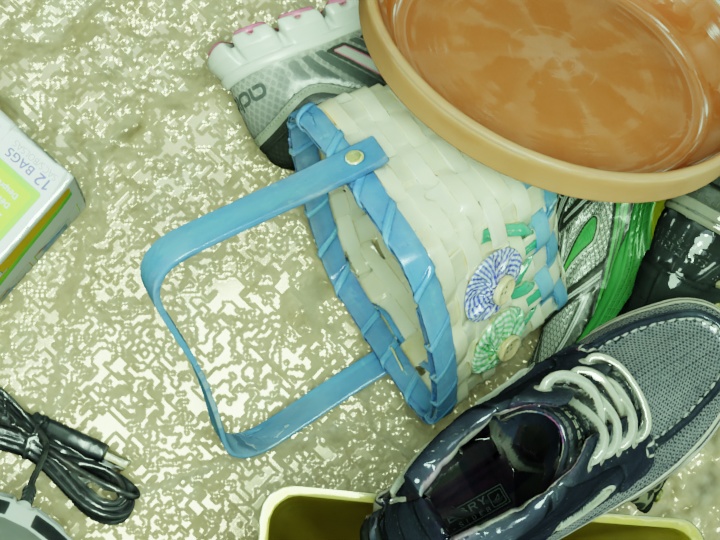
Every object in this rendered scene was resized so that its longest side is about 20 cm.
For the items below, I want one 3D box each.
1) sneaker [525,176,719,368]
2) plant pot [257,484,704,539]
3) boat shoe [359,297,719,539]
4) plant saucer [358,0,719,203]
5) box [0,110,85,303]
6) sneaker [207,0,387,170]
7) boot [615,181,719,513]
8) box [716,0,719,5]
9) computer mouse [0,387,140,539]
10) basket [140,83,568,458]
[{"bbox_3d":[0.133,-0.001,0.838,0.085,0.078,0.201,25,89,32],"label":"sneaker"},{"bbox_3d":[0.037,0.208,0.745,0.198,0.176,0.202,6,85,-7],"label":"plant pot"},{"bbox_3d":[0.094,0.066,0.636,0.199,0.093,0.075,-34,78,-18],"label":"boat shoe"},{"bbox_3d":[0.094,-0.106,0.737,0.199,0.032,0.201,11,46,-12],"label":"plant saucer"},{"bbox_3d":[-0.245,-0.001,0.766,0.112,0.101,0.200,41,82,-1],"label":"box"},{"bbox_3d":[0.022,-0.109,0.826,0.199,0.074,0.088,-19,93,-9],"label":"sneaker"},{"bbox_3d":[0.175,0.051,0.791,0.073,0.203,0.154,32,89,38],"label":"boot"},{"bbox_3d":[0.247,-0.179,0.856,0.199,0.038,0.138,-11,87,-19],"label":"box"},{"bbox_3d":[-0.177,0.139,0.737,0.109,0.200,0.044,30,121,-9],"label":"computer mouse"},{"bbox_3d":[0.000,0.000,0.755,0.199,0.177,0.140,-27,56,-7],"label":"basket"}]
